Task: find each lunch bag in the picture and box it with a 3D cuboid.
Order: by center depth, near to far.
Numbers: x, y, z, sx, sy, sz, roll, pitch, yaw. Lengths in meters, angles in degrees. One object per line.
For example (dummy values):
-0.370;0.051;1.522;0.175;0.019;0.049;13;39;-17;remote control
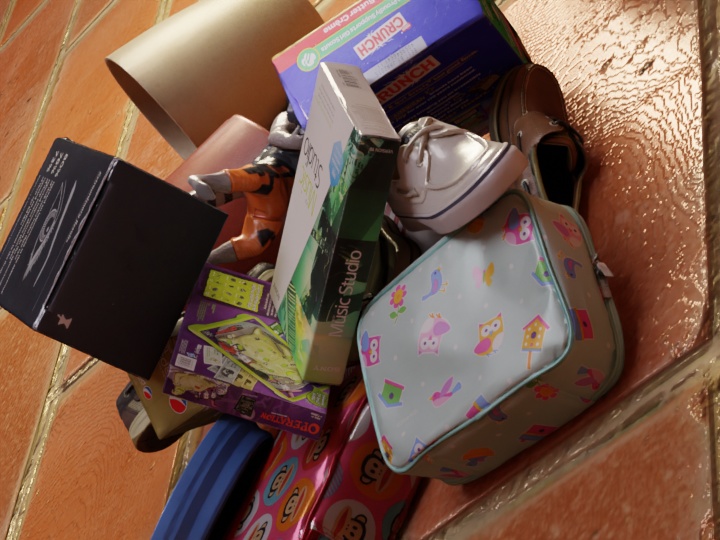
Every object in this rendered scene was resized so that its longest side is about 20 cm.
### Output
0.090;0.043;1.493;0.200;0.077;0.160;-38;49;33;lunch bag
-0.031;0.169;1.624;0.176;0.082;0.200;-21;37;60;lunch bag

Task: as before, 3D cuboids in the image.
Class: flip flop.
0.000;0.000;1.664;0.200;0.058;0.081;-143;56;-75;flip flop

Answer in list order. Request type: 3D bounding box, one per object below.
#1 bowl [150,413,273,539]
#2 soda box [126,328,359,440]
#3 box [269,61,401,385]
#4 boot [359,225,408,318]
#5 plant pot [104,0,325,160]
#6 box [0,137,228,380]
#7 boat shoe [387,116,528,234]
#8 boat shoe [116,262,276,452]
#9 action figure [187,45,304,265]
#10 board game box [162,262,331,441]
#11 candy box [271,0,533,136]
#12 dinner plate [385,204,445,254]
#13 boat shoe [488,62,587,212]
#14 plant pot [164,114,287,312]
-0.123;0.207;1.682;0.201;0.039;0.201;24;-90;-81;bowl
-0.088;0.075;1.730;0.200;0.064;0.068;-14;-17;-48;soda box
-0.022;-0.036;1.590;0.144;0.036;0.200;-115;34;-61;box
0.013;-0.009;1.823;0.200;0.075;0.097;-30;14;48;boot
-0.137;-0.222;2.299;0.200;0.187;0.187;-42;21;-7;plant pot
-0.205;-0.013;1.696;0.148;0.104;0.200;-64;23;-1;box
0.053;-0.073;1.515;0.071;0.070;0.200;-45;11;-11;boat shoe
-0.139;0.064;1.811;0.200;0.073;0.065;-49;64;10;boat shoe
-0.077;-0.100;1.819;0.105;0.200;0.193;21;45;38;action figure
-0.078;0.058;1.623;0.200;0.120;0.032;-81;5;-68;board game box
0.043;-0.155;1.723;0.169;0.200;0.077;-31;70;10;candy box
0.060;0.003;1.647;0.200;0.024;0.200;180;90;-65;dinner plate
0.144;-0.084;1.642;0.068;0.072;0.200;-35;41;43;boat shoe
-0.123;-0.023;1.954;0.195;0.201;0.201;-49;21;-8;plant pot
